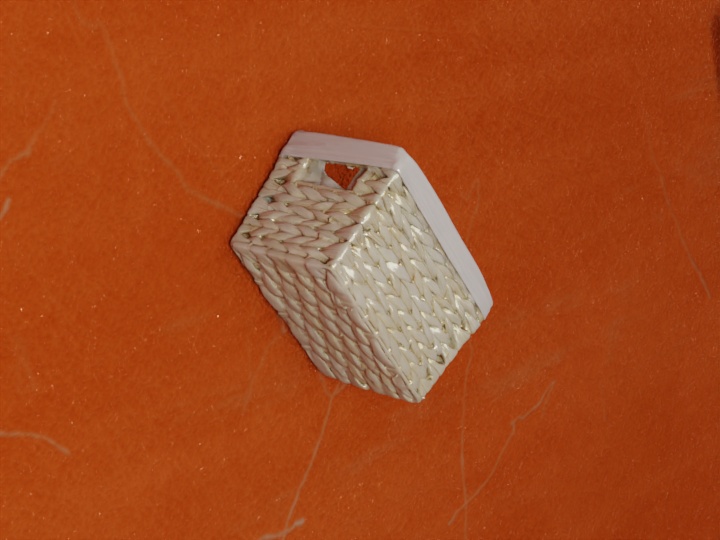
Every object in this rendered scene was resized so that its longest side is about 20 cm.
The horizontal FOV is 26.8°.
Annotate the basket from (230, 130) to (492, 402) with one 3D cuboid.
[{"bbox_3d":[0.000,0.000,1.256,0.124,0.135,0.200,-54,135,-24],"label":"basket"}]
